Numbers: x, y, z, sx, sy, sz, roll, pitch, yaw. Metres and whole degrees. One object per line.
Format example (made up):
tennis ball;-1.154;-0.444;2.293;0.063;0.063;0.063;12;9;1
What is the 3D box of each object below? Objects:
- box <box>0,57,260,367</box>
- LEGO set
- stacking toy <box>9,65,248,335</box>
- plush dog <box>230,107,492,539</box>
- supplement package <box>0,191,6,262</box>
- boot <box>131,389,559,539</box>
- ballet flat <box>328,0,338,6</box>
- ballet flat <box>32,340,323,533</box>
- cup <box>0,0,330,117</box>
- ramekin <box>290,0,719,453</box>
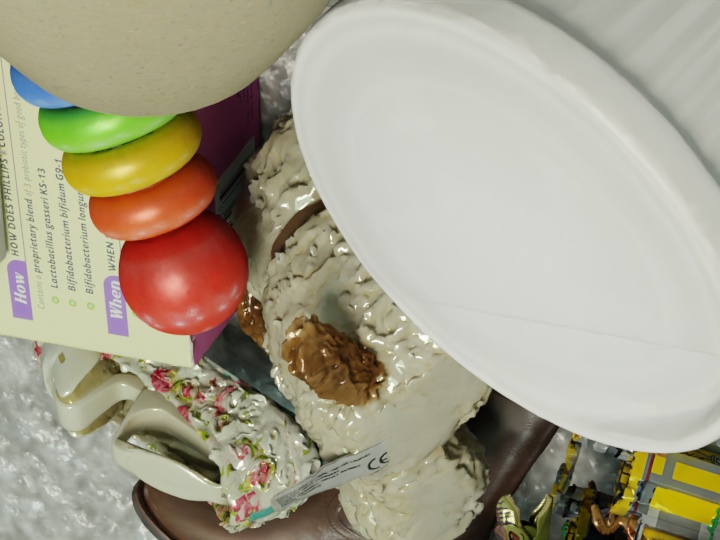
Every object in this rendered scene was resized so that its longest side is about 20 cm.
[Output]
box;-0.153;-0.067;1.000;0.200;0.097;0.176;8;122;17
LEGO set;0.070;0.130;0.911;0.116;0.154;0.200;18;170;1
stacking toy;-0.099;-0.063;0.875;0.085;0.085;0.200;-6;117;26
plush dog;0.000;0.000;0.935;0.160;0.172;0.200;14;123;-40
supplement package;-0.223;-0.073;0.895;0.109;0.114;0.200;10;121;15
boot;-0.004;0.076;1.049;0.186;0.064;0.200;22;125;3
ballet flat;0.029;-0.124;0.865;0.200;0.067;0.064;-4;122;48
ballet flat;-0.105;0.061;1.038;0.200;0.064;0.076;27;141;33
cup;-0.075;-0.136;0.724;0.200;0.200;0.143;18;140;12
ramekin;0.079;-0.038;0.772;0.202;0.094;0.202;34;152;21
